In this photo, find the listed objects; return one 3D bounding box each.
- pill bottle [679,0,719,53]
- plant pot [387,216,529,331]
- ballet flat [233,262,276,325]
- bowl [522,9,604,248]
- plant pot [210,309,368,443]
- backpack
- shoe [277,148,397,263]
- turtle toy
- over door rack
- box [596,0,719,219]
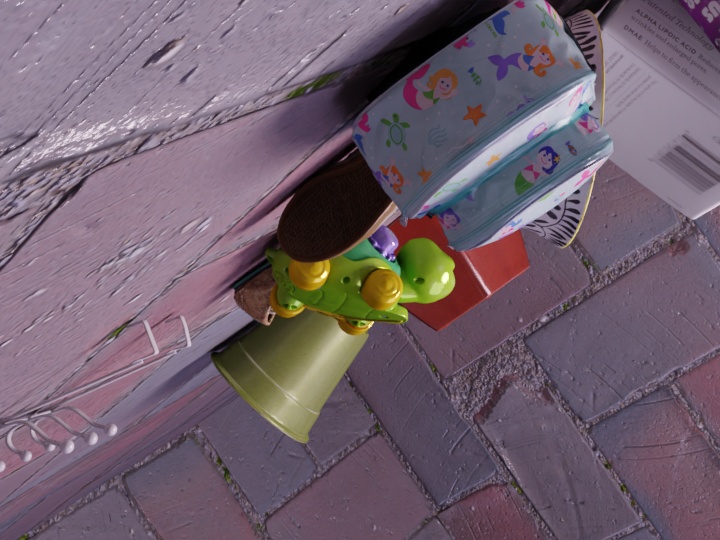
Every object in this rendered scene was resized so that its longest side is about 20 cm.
[{"bbox_3d":[0.330,-0.221,1.004,0.112,0.200,0.112,-36,175,-4],"label":"pill bottle"},{"bbox_3d":[0.145,-0.026,1.942,0.200,0.176,0.200,-31,174,-47],"label":"plant pot"},{"bbox_3d":[-0.047,-0.009,1.352,0.200,0.065,0.071,-36,176,13],"label":"ballet flat"},{"bbox_3d":[0.136,-0.124,1.050,0.094,0.201,0.201,5,171,-4],"label":"bowl"},{"bbox_3d":[-0.093,0.125,1.890,0.190,0.200,0.200,-48,175,2],"label":"plant pot"},{"bbox_3d":[0.087,-0.102,0.873,0.177,0.151,0.200,-34,171,7],"label":"backpack"},{"bbox_3d":[0.011,-0.072,1.047,0.200,0.070,0.053,-37,173,27],"label":"shoe"},{"bbox_3d":[0.000,0.000,1.265,0.146,0.199,0.101,133,-30,-67],"label":"turtle toy"},{"bbox_3d":[-0.254,0.125,1.197,0.200,0.067,0.148,-35,177,4],"label":"over door rack"},{"bbox_3d":[0.303,-0.175,1.151,0.131,0.200,0.199,-54,180,-15],"label":"box"}]
